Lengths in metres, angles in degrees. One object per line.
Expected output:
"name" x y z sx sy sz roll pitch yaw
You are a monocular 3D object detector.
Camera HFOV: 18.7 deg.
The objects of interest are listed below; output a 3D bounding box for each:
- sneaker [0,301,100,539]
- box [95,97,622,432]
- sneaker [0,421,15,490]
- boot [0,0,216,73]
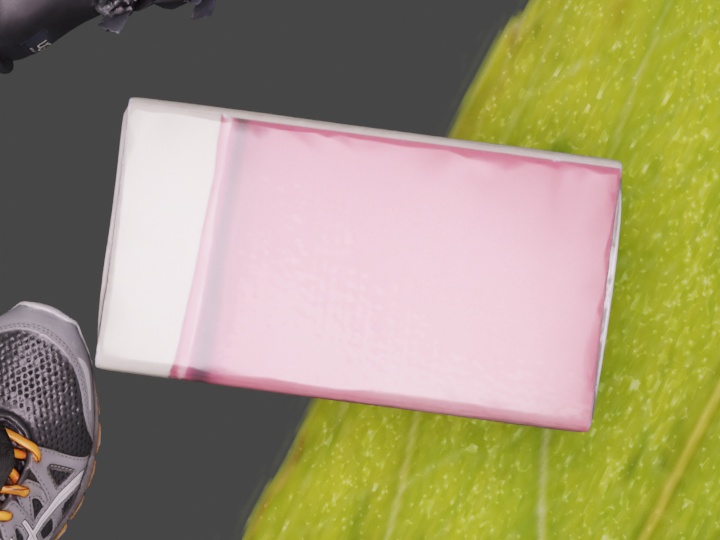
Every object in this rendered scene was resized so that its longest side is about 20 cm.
"sneaker" -0.167 0.109 0.925 0.078 0.077 0.201 21 86 3
"box" 0.000 0.000 0.904 0.199 0.128 0.110 7 88 1
"sneaker" -0.222 0.091 0.900 0.200 0.075 0.116 20 96 41
"boot" -0.129 -0.189 0.942 0.162 0.073 0.199 -23 94 1
